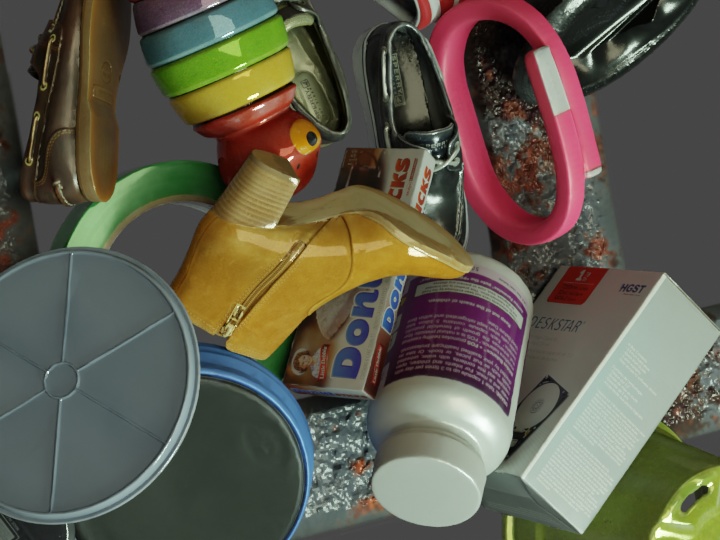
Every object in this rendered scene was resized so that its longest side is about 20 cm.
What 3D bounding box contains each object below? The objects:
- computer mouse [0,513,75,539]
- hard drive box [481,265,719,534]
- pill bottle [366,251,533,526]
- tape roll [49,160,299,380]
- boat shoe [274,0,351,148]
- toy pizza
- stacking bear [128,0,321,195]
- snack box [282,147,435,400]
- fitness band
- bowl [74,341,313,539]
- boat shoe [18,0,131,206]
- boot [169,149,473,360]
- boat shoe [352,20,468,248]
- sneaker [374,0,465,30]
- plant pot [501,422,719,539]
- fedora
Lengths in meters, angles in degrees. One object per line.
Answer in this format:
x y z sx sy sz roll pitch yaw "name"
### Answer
-0.298 0.214 1.402 0.200 0.053 0.139 -31 105 -5 "computer mouse"
0.167 0.098 1.550 0.077 0.156 0.200 44 73 -21 "hard drive box"
0.065 0.091 1.487 0.112 0.112 0.200 35 43 -20 "pill bottle"
-0.138 0.018 1.476 0.200 0.048 0.201 0 90 -24 "tape roll"
-0.060 -0.187 1.501 0.072 0.066 0.201 -33 102 -20 "boat shoe"
-0.206 0.081 1.380 0.199 0.032 0.201 -4 72 13 "toy pizza"
-0.092 -0.143 1.432 0.121 0.113 0.201 -38 107 -56 "stacking bear"
0.000 0.000 1.487 0.024 0.072 0.201 44 55 -54 "snack box"
0.119 -0.119 1.538 0.037 0.143 0.201 -23 102 -34 "fitness band"
-0.131 0.152 1.441 0.200 0.039 0.201 -4 112 -11 "bowl"
-0.213 -0.145 1.432 0.070 0.070 0.201 -1 72 19 "boat shoe"
-0.032 0.006 1.429 0.201 0.071 0.144 22 111 -21 "boot"
0.049 -0.100 1.548 0.072 0.068 0.201 -15 95 -23 "boat shoe"
0.034 -0.288 1.541 0.112 0.071 0.200 -32 104 -24 "sneaker"
0.244 0.213 1.570 0.200 0.184 0.201 0 89 -24 "plant pot"
0.188 -0.228 1.586 0.200 0.201 0.092 -26 64 -22 "fedora"
